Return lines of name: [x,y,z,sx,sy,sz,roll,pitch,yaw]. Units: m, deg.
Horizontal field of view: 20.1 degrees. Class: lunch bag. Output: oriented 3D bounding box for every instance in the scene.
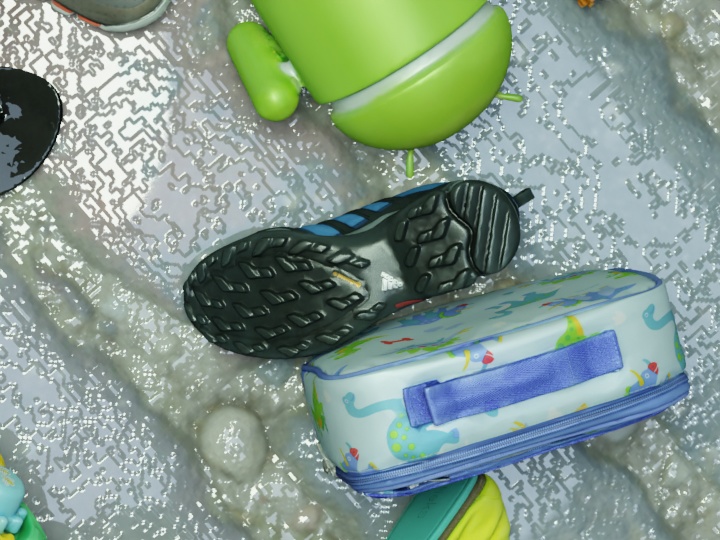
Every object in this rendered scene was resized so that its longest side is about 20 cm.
lunch bag: [0.070,0.059,1.106,0.200,0.161,0.083,-16,93,-9]

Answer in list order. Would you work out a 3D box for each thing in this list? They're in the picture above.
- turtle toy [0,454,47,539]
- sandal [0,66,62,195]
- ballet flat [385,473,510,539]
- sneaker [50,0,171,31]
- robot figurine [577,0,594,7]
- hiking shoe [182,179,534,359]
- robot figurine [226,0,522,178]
turtle toy: [-0.203,0.182,1.048,0.146,0.101,0.200,-34,105,-36]
sandal: [-0.261,-0.069,1.108,0.200,0.045,0.075,-8,91,-9]
ballet flat: [0.019,0.189,1.124,0.200,0.067,0.067,-42,117,-34]
sneaker: [-0.180,-0.211,1.100,0.077,0.082,0.200,-44,97,-6]
robot figurine: [0.171,-0.254,1.166,0.200,0.058,0.145,-44,95,-5]
hiking shoe: [0.000,0.000,1.139,0.200,0.087,0.075,-14,94,15]
robot figurine: [0.005,-0.153,1.108,0.175,0.116,0.200,-33,103,5]
